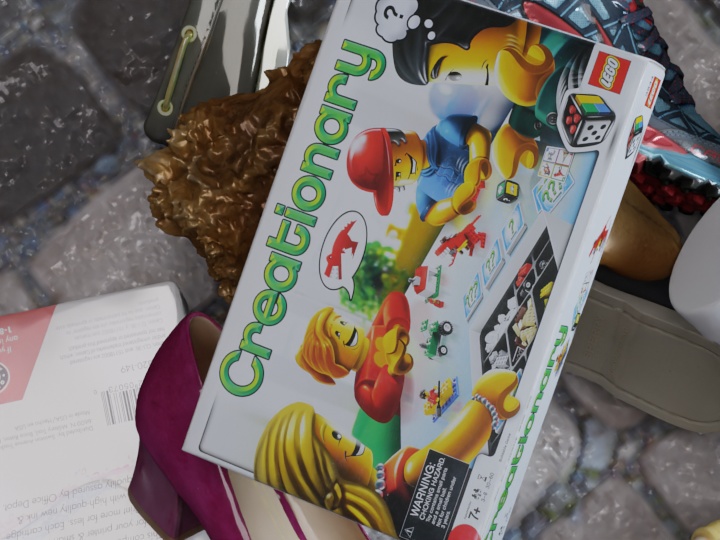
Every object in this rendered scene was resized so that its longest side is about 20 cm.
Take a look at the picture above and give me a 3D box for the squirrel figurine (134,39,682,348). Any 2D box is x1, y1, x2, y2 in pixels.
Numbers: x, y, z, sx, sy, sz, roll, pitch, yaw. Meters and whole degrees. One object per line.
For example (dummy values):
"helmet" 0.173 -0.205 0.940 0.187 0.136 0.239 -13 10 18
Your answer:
"squirrel figurine" 0.000 0.000 0.977 0.200 0.142 0.187 48 123 0

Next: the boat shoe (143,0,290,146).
"boat shoe" -0.054 -0.151 1.050 0.060 0.072 0.203 10 85 -5

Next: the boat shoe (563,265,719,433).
"boat shoe" 0.098 0.002 1.048 0.199 0.073 0.063 31 38 10

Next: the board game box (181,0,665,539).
"board game box" 0.023 -0.003 0.863 0.126 0.035 0.201 20 93 20

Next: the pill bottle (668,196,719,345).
"pill bottle" 0.230 0.043 0.964 0.200 0.109 0.109 38 82 -17

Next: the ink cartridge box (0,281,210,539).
"ink cartridge box" -0.115 0.117 1.010 0.116 0.068 0.201 -11 81 -2

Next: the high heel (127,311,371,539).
"high heel" -0.018 0.105 0.904 0.200 0.096 0.067 34 39 22

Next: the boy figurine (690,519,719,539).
"boy figurine" 0.157 0.145 0.993 0.064 0.125 0.200 32 68 33

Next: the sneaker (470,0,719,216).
"sneaker" 0.112 -0.098 1.039 0.199 0.079 0.096 29 85 3
